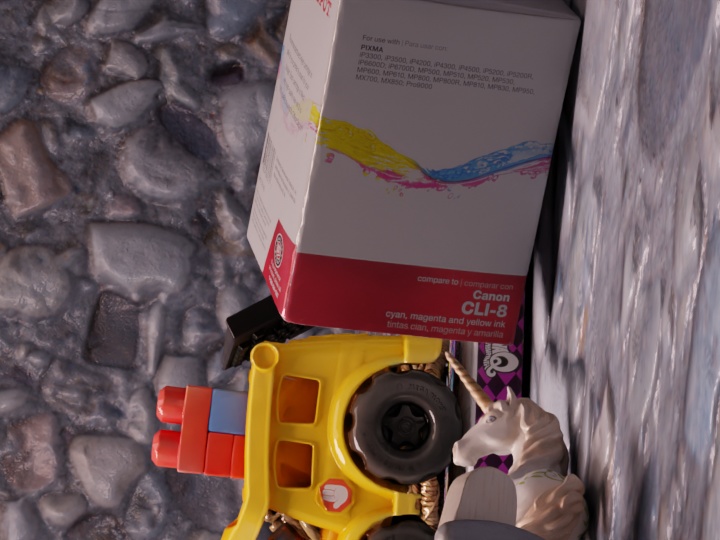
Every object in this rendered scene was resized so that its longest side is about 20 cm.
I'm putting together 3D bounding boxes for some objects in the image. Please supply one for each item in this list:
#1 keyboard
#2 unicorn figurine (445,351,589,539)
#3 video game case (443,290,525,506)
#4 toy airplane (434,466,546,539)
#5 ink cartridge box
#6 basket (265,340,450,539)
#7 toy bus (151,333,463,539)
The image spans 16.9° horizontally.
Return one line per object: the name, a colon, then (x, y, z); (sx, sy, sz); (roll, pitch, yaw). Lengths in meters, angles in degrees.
keyboard: (0.000, 0.000, 1.578); (0.021, 0.199, 0.127); (55, 160, 19)
unicorn figurine: (0.072, 0.128, 1.233); (0.138, 0.074, 0.200); (-57, 19, -8)
video game case: (0.079, 0.067, 1.562); (0.181, 0.036, 0.201); (102, 171, -72)
toy airplane: (0.046, 0.198, 1.030); (0.199, 0.140, 0.201); (-19, -82, -61)
ink cartridge box: (0.027, -0.081, 1.410); (0.145, 0.144, 0.201); (-116, 34, -67)
basket: (0.038, 0.151, 1.718); (0.143, 0.149, 0.200); (53, -164, -8)
toy bus: (-0.035, 0.134, 1.514); (0.136, 0.191, 0.202); (148, 124, -85)
